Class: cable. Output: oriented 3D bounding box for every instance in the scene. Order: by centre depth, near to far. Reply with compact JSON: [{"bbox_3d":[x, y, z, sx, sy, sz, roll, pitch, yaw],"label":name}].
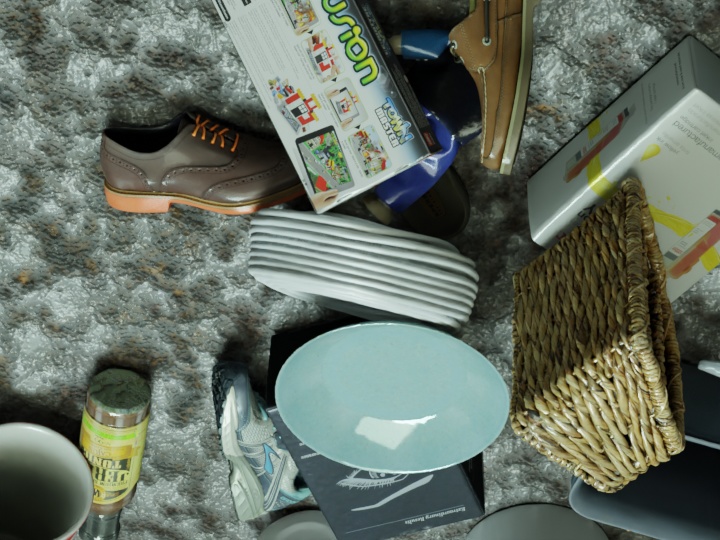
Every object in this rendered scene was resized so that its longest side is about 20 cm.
[{"bbox_3d":[0.000,0.000,1.632,0.199,0.200,0.070,14,85,-11],"label":"cable"}]

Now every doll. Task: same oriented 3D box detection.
[{"bbox_3d":[0.060,-0.137,1.572,0.136,0.048,0.200,43,99,-5],"label":"doll"}]

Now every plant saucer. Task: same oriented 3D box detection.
[{"bbox_3d":[0.028,0.098,1.663,0.200,0.039,0.201,3,137,2],"label":"plant saucer"}]

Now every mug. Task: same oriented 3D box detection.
[{"bbox_3d":[-0.344,0.236,1.886,0.133,0.178,0.200,-7,148,-23],"label":"mug"}]

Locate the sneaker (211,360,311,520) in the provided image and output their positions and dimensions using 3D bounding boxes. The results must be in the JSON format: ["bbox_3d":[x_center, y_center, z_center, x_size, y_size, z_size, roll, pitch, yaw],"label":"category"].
[{"bbox_3d":[-0.090,0.152,1.843,0.086,0.078,0.200,-10,137,-1],"label":"sneaker"}]

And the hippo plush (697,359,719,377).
[{"bbox_3d":[0.442,0.114,1.726,0.200,0.159,0.161,-36,133,6],"label":"hippo plush"}]

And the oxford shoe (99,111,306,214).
[{"bbox_3d":[-0.123,-0.094,1.638,0.199,0.071,0.073,-4,124,6],"label":"oxford shoe"}]

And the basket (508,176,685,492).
[{"bbox_3d":[0.217,0.058,1.553,0.143,0.200,0.149,34,125,-22],"label":"basket"}]

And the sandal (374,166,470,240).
[{"bbox_3d":[0.027,-0.090,1.642,0.081,0.055,0.200,-23,124,19],"label":"sandal"}]

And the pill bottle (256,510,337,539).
[{"bbox_3d":[-0.041,0.347,1.965,0.112,0.113,0.201,-5,130,6],"label":"pill bottle"}]

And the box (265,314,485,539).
[{"bbox_3d":[0.017,0.144,1.802,0.147,0.105,0.200,-15,128,13],"label":"box"}]

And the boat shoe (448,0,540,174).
[{"bbox_3d":[0.102,-0.176,1.515,0.068,0.072,0.201,7,86,2],"label":"boat shoe"}]

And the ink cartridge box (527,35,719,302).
[{"bbox_3d":[0.257,-0.072,1.629,0.145,0.084,0.200,33,124,-22],"label":"ink cartridge box"}]

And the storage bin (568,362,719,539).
[{"bbox_3d":[0.291,0.164,1.789,0.199,0.135,0.146,17,128,-10],"label":"storage bin"}]

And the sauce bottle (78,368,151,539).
[{"bbox_3d":[-0.240,0.186,1.871,0.064,0.065,0.201,8,129,-4],"label":"sauce bottle"}]

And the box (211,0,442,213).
[{"bbox_3d":[-0.029,-0.158,1.536,0.110,0.035,0.201,-26,91,21],"label":"box"}]

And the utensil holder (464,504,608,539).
[{"bbox_3d":[0.176,0.353,1.904,0.169,0.200,0.170,2,130,2],"label":"utensil holder"}]
